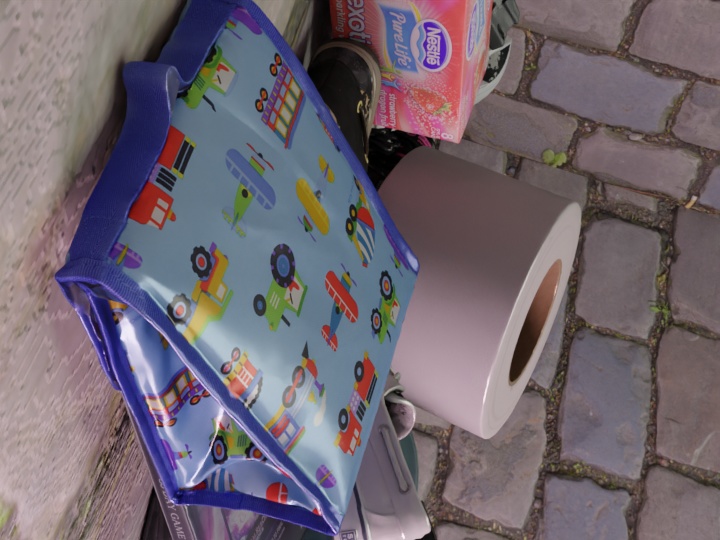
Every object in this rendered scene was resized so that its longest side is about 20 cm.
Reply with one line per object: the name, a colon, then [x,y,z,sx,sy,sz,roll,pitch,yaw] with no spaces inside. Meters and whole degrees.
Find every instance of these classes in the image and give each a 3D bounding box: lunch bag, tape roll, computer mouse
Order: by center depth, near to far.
lunch bag: [-0.051,-0.007,0.445,0.201,0.092,0.152,70,32,-48]
tape roll: [0.081,0.017,0.856,0.203,0.137,0.205,-53,155,-38]
computer mouse: [0.060,-0.145,0.894,0.198,0.044,0.109,-32,-164,-25]

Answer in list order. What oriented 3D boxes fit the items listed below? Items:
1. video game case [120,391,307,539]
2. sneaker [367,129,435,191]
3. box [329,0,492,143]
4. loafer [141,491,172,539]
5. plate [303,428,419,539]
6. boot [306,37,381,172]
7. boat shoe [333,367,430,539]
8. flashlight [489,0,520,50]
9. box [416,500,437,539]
video game case: [-0.067,0.092,0.573,0.143,0.019,0.203,-59,145,-52]
sneaker: [0.025,-0.096,0.931,0.084,0.077,0.200,-43,-172,18]
box: [0.039,-0.195,0.726,0.201,0.101,0.096,87,20,-58]
loafer: [-0.081,0.105,0.658,0.073,0.071,0.204,-56,161,-73]
plate: [-0.052,0.157,0.714,0.026,0.197,0.203,48,50,-42]
boot: [-0.035,-0.042,0.696,0.151,0.072,0.203,-65,169,-65]
boat shoe: [0.003,0.094,0.667,0.202,0.064,0.074,-102,180,-45]
flashlight: [0.072,-0.258,0.813,0.068,0.068,0.200,-53,148,-2]
box: [-0.047,0.273,0.820,0.087,0.196,0.166,-113,-151,-48]
